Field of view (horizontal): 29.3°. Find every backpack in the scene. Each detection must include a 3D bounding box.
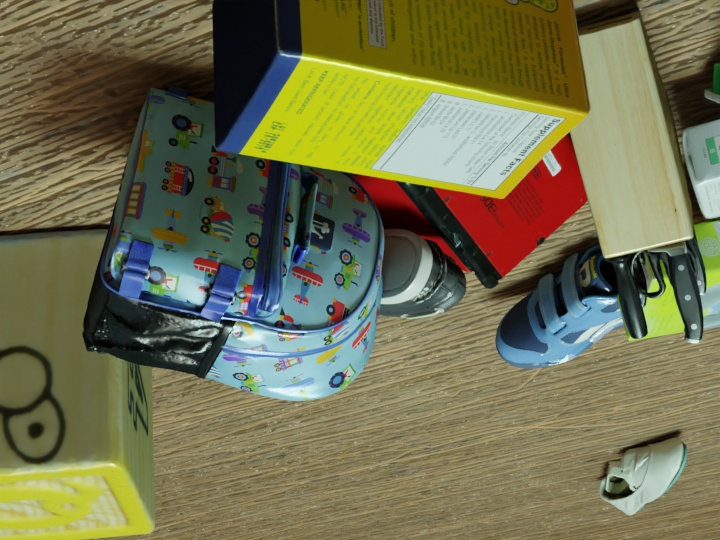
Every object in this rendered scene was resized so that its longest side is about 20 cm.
[{"bbox_3d":[-0.071,-0.013,0.929,0.197,0.184,0.135,17,146,-9],"label":"backpack"}]

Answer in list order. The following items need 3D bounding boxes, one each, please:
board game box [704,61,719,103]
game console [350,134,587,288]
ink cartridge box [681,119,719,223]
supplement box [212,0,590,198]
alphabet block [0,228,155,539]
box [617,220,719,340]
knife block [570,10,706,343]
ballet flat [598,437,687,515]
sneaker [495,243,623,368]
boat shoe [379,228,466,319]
[{"bbox_3d":[0.344,-0.113,0.871,0.197,0.026,0.200,-3,-165,-5],"label":"board game box"},{"bbox_3d":[0.060,-0.079,1.034,0.172,0.119,0.200,-42,148,3],"label":"game console"},{"bbox_3d":[0.339,-0.088,0.997,0.198,0.051,0.161,-16,166,14],"label":"ink cartridge box"},{"bbox_3d":[0.021,-0.128,0.822,0.197,0.111,0.109,8,152,-23],"label":"supplement box"},{"bbox_3d":[-0.274,0.102,1.137,0.192,0.203,0.197,-4,155,0],"label":"alphabet block"},{"bbox_3d":[0.312,-0.001,1.092,0.197,0.048,0.122,-9,154,-3],"label":"box"},{"bbox_3d":[0.189,-0.050,0.934,0.063,0.178,0.200,-13,153,16],"label":"knife block"},{"bbox_3d":[0.347,0.258,1.731,0.068,0.070,0.201,0,155,-9],"label":"ballet flat"},{"bbox_3d":[0.196,0.021,1.206,0.199,0.075,0.082,-28,145,25],"label":"sneaker"},{"bbox_3d":[0.000,0.000,1.064,0.060,0.075,0.199,26,163,-37],"label":"boat shoe"}]
